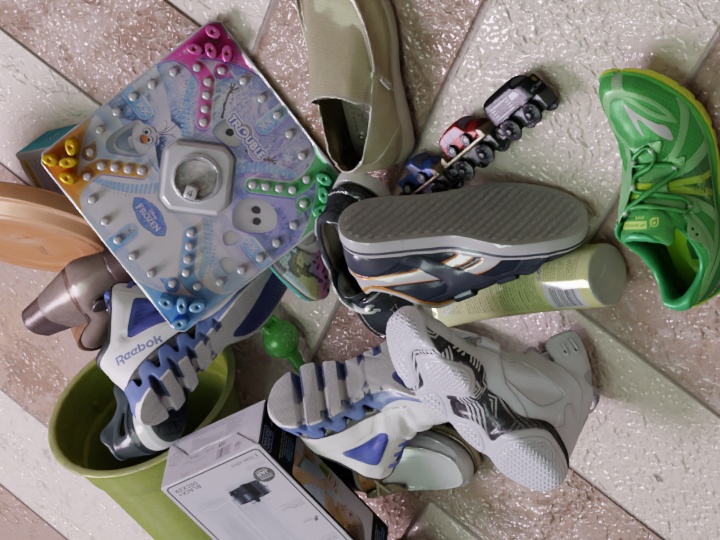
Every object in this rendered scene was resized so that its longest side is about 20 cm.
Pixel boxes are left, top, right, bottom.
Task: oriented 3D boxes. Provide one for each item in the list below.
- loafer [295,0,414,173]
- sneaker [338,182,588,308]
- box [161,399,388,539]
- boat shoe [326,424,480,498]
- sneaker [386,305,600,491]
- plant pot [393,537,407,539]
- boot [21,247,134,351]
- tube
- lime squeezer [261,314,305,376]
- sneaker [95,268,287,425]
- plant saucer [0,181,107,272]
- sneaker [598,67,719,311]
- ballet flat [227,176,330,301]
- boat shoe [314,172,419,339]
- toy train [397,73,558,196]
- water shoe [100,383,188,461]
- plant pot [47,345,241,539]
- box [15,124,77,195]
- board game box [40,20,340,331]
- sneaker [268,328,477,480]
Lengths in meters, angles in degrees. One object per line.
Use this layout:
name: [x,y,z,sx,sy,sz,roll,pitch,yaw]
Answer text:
loafer: [-0.010,-0.163,1.550,0.076,0.068,0.200,3,124,39]
sneaker: [0.086,-0.020,1.553,0.200,0.078,0.079,-1,134,11]
box: [-0.077,0.220,1.774,0.117,0.060,0.200,-27,122,25]
boat shoe: [0.020,0.183,1.805,0.200,0.068,0.075,0,122,40]
sneaker: [0.115,0.081,1.597,0.200,0.115,0.075,44,147,-10]
plant pot: [0.039,0.373,1.867,0.200,0.200,0.193,-35,87,49]
boot: [-0.228,0.017,1.846,0.146,0.200,0.070,-29,83,20]
tube: [0.128,0.007,1.593,0.200,0.058,0.052,-6,149,45]
lime squeezer: [-0.095,0.054,1.833,0.200,0.038,0.071,40,170,6]
sneaker: [-0.168,0.035,1.744,0.115,0.199,0.081,36,158,23]
plant saucer: [-0.320,-0.037,1.853,0.200,0.032,0.200,10,164,3]
sneaker: [0.227,-0.059,1.424,0.074,0.084,0.200,-6,117,43]
ballet flat: [-0.084,-0.062,1.707,0.071,0.069,0.200,-42,92,23]
boat shoe: [0.000,0.000,1.657,0.076,0.060,0.200,14,144,29]
toy train: [0.087,-0.101,1.546,0.046,0.034,0.200,51,139,0]
water shoe: [-0.201,0.094,1.819,0.079,0.200,0.072,-24,121,25]
plant pot: [-0.178,0.190,1.909,0.200,0.200,0.190,6,137,37]
box: [-0.231,-0.099,1.804,0.200,0.049,0.082,-6,118,43]
board game box: [-0.142,-0.080,1.662,0.200,0.026,0.200,-37,96,5]
sneaker: [0.029,0.123,1.710,0.199,0.081,0.115,-13,142,12]
